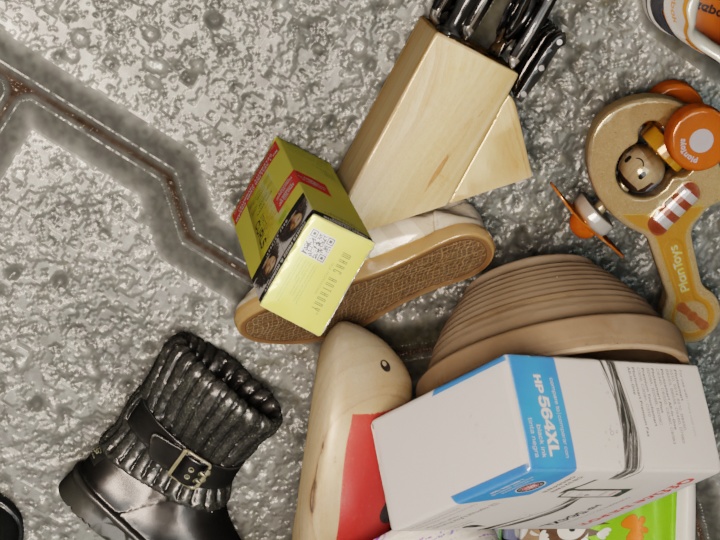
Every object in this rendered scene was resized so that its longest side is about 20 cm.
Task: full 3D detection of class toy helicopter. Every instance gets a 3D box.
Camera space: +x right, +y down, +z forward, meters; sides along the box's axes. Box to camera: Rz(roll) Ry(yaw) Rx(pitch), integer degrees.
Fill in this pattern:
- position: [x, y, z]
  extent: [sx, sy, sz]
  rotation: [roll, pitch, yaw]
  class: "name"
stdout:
- position: [0.215, -0.033, 1.455]
  extent: [0.131, 0.079, 0.202]
  rotation: [-20, 113, -2]
  class: "toy helicopter"

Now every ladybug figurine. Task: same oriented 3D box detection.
- position: [-0.006, 0.137, 1.438]
  extent: [0.071, 0.136, 0.202]
  rotation: [9, 111, -1]
  class: "ladybug figurine"

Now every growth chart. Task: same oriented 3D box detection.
- position: [0.176, 0.208, 1.555]
  extent: [0.198, 0.018, 0.146]
  rotation: [-13, 108, -5]
  class: "growth chart"

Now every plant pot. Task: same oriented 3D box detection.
- position: [0.132, 0.050, 1.436]
  extent: [0.199, 0.201, 0.094]
  rotation: [-9, 68, -6]
  class: "plant pot"

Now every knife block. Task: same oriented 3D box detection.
- position: [0.052, -0.139, 1.400]
  extent: [0.198, 0.064, 0.177]
  rotation: [-18, 109, -2]
  class: "knife block"

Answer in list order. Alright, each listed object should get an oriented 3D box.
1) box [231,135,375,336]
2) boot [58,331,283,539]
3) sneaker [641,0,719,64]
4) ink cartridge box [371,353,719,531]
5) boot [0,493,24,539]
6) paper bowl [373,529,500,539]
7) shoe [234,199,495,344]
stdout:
- position: [-0.043, -0.028, 1.348]
  extent: [0.050, 0.200, 0.076]
  rotation: [27, 103, -16]
  class: "box"
- position: [-0.102, 0.162, 1.463]
  extent: [0.211, 0.080, 0.158]
  rotation: [40, 98, -18]
  class: "boot"
- position: [0.305, -0.172, 1.423]
  extent: [0.198, 0.079, 0.079]
  rotation: [9, 105, -13]
  class: "sneaker"
- position: [0.131, 0.123, 1.373]
  extent: [0.199, 0.146, 0.085]
  rotation: [6, 64, -40]
  class: "ink cartridge box"
- position: [-0.337, 0.198, 1.393]
  extent: [0.197, 0.163, 0.074]
  rotation: [18, 106, -14]
  class: "boot"
- position: [0.027, 0.264, 1.444]
  extent: [0.200, 0.201, 0.105]
  rotation: [-34, 74, 3]
  class: "paper bowl"
- position: [0.000, 0.000, 1.448]
  extent: [0.198, 0.054, 0.070]
  rotation: [-19, 142, 2]
  class: "shoe"
